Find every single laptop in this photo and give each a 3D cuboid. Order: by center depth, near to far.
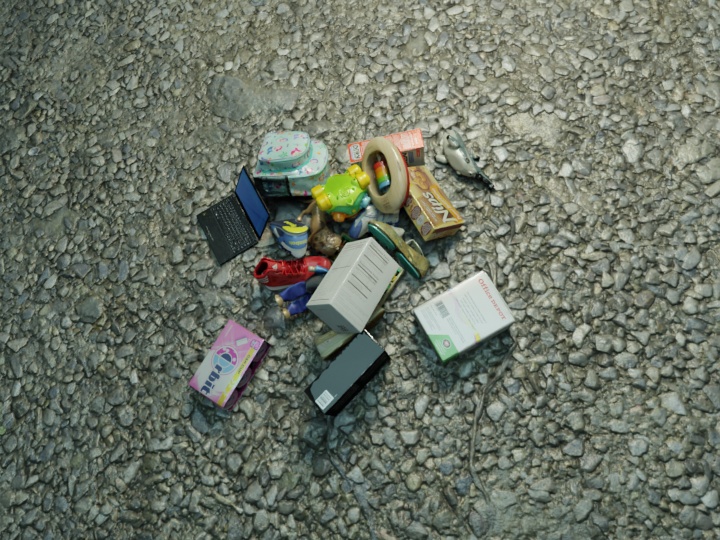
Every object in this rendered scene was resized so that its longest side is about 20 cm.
[{"bbox_3d":[-0.354,-0.151,1.429,0.199,0.103,0.178,-30,70,-2],"label":"laptop"}]

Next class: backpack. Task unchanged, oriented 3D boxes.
[{"bbox_3d":[-0.182,-0.289,1.420,0.198,0.151,0.178,5,47,3],"label":"backpack"}]

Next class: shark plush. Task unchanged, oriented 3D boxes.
[{"bbox_3d":[0.293,-0.304,1.401,0.083,0.091,0.200,-31,62,-34],"label":"shark plush"}]

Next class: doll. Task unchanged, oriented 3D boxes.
[{"bbox_3d":[-0.111,0.055,1.325,0.199,0.049,0.137,-26,112,0],"label":"doll"}]

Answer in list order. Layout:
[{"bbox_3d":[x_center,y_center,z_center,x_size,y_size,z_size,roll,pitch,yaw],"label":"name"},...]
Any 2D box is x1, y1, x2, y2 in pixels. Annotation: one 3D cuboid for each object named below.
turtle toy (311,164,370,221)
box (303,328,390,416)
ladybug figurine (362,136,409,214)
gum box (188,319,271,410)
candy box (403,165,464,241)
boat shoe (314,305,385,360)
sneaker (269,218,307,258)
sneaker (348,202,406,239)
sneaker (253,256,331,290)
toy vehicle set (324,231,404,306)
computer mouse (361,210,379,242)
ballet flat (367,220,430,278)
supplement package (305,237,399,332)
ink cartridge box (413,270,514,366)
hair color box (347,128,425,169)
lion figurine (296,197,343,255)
[{"bbox_3d":[-0.044,-0.193,1.331,0.145,0.102,0.200,-29,28,-1],"label":"turtle toy"},{"bbox_3d":[-0.027,0.246,1.232,0.200,0.141,0.079,-45,69,-7],"label":"box"},{"bbox_3d":[0.070,-0.237,1.306,0.135,0.072,0.202,-21,79,48],"label":"ladybug figurine"},{"bbox_3d":[-0.331,0.242,1.318,0.113,0.066,0.201,28,79,17],"label":"gum box"},{"bbox_3d":[0.169,-0.179,1.354,0.115,0.055,0.201,-14,66,-37],"label":"candy box"},{"bbox_3d":[-0.030,0.141,1.299,0.199,0.074,0.069,-37,72,0],"label":"boat shoe"},{"bbox_3d":[-0.189,-0.089,1.364,0.073,0.200,0.083,-12,109,-17],"label":"sneaker"},{"bbox_3d":[0.057,-0.138,1.363,0.200,0.075,0.088,-41,83,-18],"label":"sneaker"},{"bbox_3d":[-0.181,0.001,1.331,0.199,0.115,0.079,-18,71,15],"label":"sneaker"},{"bbox_3d":[0.000,0.000,1.366,0.199,0.027,0.125,32,80,17],"label":"toy vehicle set"},{"bbox_3d":[0.004,-0.164,1.415,0.058,0.034,0.201,-29,71,-2],"label":"computer mouse"},{"bbox_3d":[0.103,-0.067,1.327,0.071,0.071,0.200,-45,98,-7],"label":"ballet flat"},{"bbox_3d":[-0.016,0.036,1.240,0.110,0.113,0.201,44,63,-24],"label":"supplement package"},{"bbox_3d":[0.249,0.116,1.260,0.199,0.084,0.145,-29,71,-1],"label":"ink cartridge box"},{"bbox_3d":[0.073,-0.310,1.410,0.198,0.111,0.064,-11,71,6],"label":"hair color box"},{"bbox_3d":[-0.111,-0.126,1.373,0.072,0.122,0.202,-4,71,-38],"label":"lion figurine"}]
